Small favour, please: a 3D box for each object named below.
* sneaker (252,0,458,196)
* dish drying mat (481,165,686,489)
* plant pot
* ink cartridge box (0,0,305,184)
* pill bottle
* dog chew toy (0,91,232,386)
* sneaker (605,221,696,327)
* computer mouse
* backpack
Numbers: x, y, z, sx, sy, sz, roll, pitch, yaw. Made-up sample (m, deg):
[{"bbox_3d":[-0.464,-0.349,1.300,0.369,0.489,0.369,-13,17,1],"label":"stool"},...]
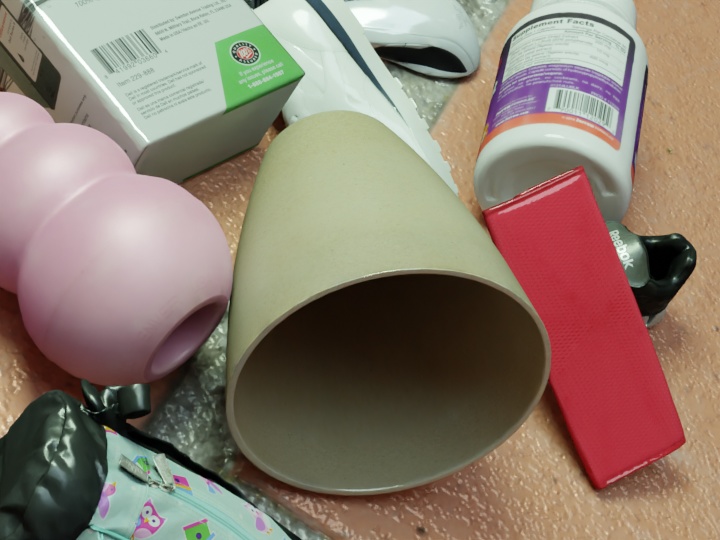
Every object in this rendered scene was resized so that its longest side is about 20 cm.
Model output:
[{"bbox_3d":[-0.008,-0.102,1.118,0.080,0.076,0.200,-36,87,-11],"label":"sneaker"},{"bbox_3d":[0.148,0.038,1.066,0.077,0.018,0.200,-24,98,-11],"label":"dish drying mat"},{"bbox_3d":[0.000,0.000,0.987,0.187,0.187,0.200,11,39,-23],"label":"plant pot"},{"bbox_3d":[-0.159,-0.155,1.051,0.146,0.084,0.200,-30,76,-40],"label":"ink cartridge box"},{"bbox_3d":[0.151,-0.124,1.187,0.111,0.111,0.200,26,49,-11],"label":"pill bottle"},{"bbox_3d":[-0.168,-0.027,0.938,0.200,0.125,0.125,43,47,15],"label":"dog chew toy"},{"bbox_3d":[0.150,0.005,1.109,0.200,0.091,0.066,-7,61,-33],"label":"sneaker"},{"bbox_3d":[0.008,-0.197,1.202,0.200,0.044,0.110,10,53,-23],"label":"computer mouse"},{"bbox_3d":[-0.114,0.164,0.813,0.200,0.167,0.127,36,42,-23],"label":"backpack"}]
